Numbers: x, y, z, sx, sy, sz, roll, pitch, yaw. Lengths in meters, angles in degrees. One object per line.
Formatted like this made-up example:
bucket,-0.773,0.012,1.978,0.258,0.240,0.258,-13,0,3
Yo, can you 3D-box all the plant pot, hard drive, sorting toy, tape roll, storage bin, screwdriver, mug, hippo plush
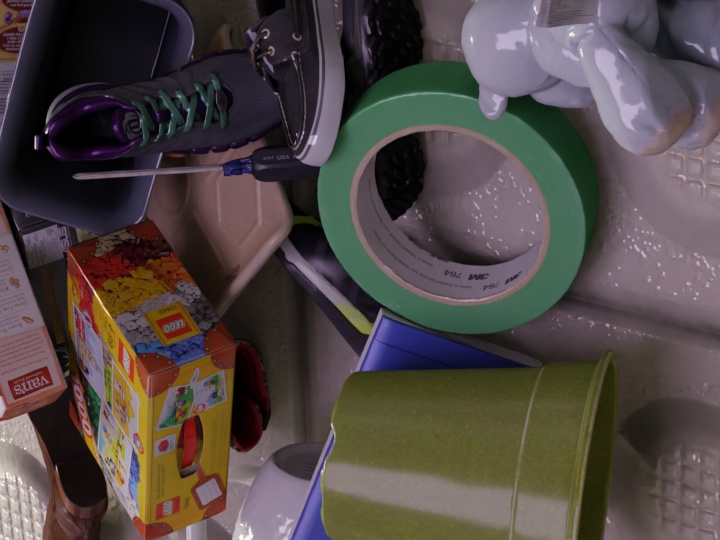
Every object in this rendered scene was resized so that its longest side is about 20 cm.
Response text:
plant pot,0.075,0.146,1.488,0.188,0.200,0.202,6,115,13
hard drive,0.041,0.140,1.590,0.131,0.025,0.202,18,108,-11
sorting toy,-0.115,-0.064,1.664,0.185,0.036,0.202,-48,50,46
tape roll,0.069,-0.050,1.504,0.198,0.048,0.202,10,125,14
storage bin,-0.194,-0.150,1.654,0.144,0.135,0.202,16,115,-6
screwdriver,-0.118,-0.072,1.568,0.198,0.028,0.029,-8,100,9
mug,-0.057,0.230,1.713,0.198,0.147,0.177,15,109,29
hippo plush,0.140,-0.138,1.368,0.160,0.199,0.161,-20,74,51

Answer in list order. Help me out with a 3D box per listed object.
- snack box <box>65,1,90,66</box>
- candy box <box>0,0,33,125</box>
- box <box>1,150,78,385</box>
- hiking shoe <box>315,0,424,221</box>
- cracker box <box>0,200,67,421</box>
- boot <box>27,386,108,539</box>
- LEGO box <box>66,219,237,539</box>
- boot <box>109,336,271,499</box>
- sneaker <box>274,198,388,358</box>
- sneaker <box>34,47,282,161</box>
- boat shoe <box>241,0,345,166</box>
snack box,-0.299,-0.255,1.771,0.199,0.053,0.144,11,114,36
candy box,-0.287,-0.230,1.673,0.117,0.056,0.201,53,137,41
box,-0.275,-0.024,1.774,0.201,0.048,0.159,88,157,-48
hiking shoe,-0.010,-0.135,1.562,0.100,0.076,0.202,14,118,32
cracker box,-0.300,0.017,1.708,0.134,0.057,0.202,145,104,-75
boot,-0.276,0.190,1.947,0.201,0.064,0.188,104,155,-56
LEGO box,-0.166,0.087,1.648,0.149,0.077,0.201,52,150,35
boot,-0.150,0.128,1.803,0.150,0.073,0.202,14,110,38
sneaker,0.000,0.000,1.636,0.083,0.072,0.200,-42,66,4
sneaker,-0.139,-0.110,1.545,0.198,0.088,0.075,-13,105,7
boat shoe,-0.054,-0.168,1.512,0.070,0.066,0.202,133,140,-58
